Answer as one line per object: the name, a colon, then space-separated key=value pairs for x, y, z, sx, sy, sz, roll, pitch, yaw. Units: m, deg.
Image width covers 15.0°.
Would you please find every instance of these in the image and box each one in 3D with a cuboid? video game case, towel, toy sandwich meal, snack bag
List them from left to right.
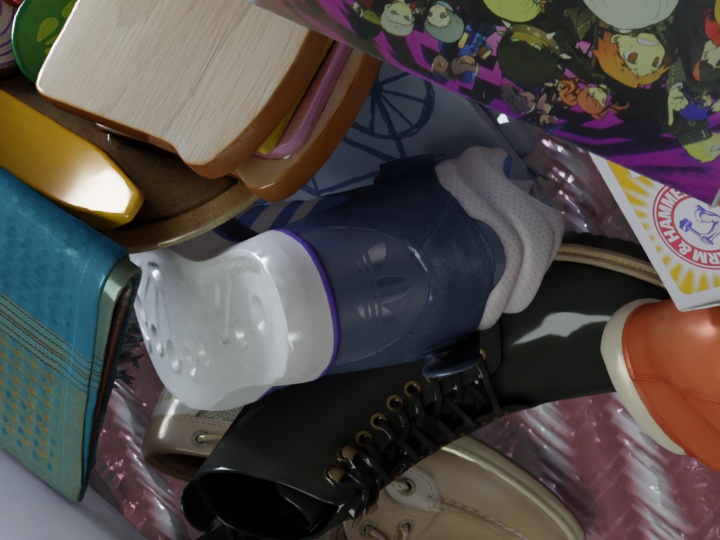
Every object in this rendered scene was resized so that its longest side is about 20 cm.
towel: x=-0.174 y=-0.010 z=1.087 sx=0.200 sy=0.022 sz=0.147 roll=36 pitch=141 yaw=16
toy sandwich meal: x=-0.089 y=-0.096 z=1.061 sx=0.204 sy=0.206 sz=0.070 roll=17 pitch=166 yaw=22
snack bag: x=0.008 y=-0.021 z=1.161 sx=0.188 sy=0.021 sz=0.200 roll=-25 pitch=111 yaw=42
video game case: x=0.057 y=-0.132 z=0.864 sx=0.199 sy=0.036 sz=0.182 roll=24 pitch=130 yaw=3

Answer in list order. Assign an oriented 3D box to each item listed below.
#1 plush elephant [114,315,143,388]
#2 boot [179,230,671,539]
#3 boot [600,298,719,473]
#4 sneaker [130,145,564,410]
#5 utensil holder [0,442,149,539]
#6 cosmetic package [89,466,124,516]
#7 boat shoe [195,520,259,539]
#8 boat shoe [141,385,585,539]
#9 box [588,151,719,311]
plush elephant: x=-0.199 y=-0.003 z=1.222 sx=0.199 sy=0.165 sz=0.155 roll=-4 pitch=139 yaw=2
boot: x=0.036 y=0.058 z=1.097 sx=0.199 sy=0.139 sz=0.078 roll=-8 pitch=123 yaw=34
boot: x=0.182 y=0.063 z=1.057 sx=0.200 sy=0.075 sz=0.107 roll=37 pitch=153 yaw=-31
sneaker: x=0.000 y=0.000 z=1.093 sx=0.200 sy=0.146 sz=0.081 roll=-2 pitch=103 yaw=67
utensil holder: x=-0.138 y=0.173 z=1.133 sx=0.200 sy=0.170 sz=0.171 roll=40 pitch=137 yaw=23
cosmetic package: x=-0.221 y=0.151 z=1.311 sx=0.107 sy=0.200 sz=0.085 roll=-13 pitch=116 yaw=44
boat shoe: x=-0.047 y=0.147 z=1.301 sx=0.199 sy=0.070 sz=0.064 roll=-1 pitch=89 yaw=43
boat shoe: x=0.001 y=0.098 z=1.199 sx=0.199 sy=0.065 sz=0.072 roll=25 pitch=150 yaw=-5
box: x=0.127 y=-0.103 z=0.960 sx=0.101 sy=0.113 sz=0.201 roll=-16 pitch=113 yaw=40
